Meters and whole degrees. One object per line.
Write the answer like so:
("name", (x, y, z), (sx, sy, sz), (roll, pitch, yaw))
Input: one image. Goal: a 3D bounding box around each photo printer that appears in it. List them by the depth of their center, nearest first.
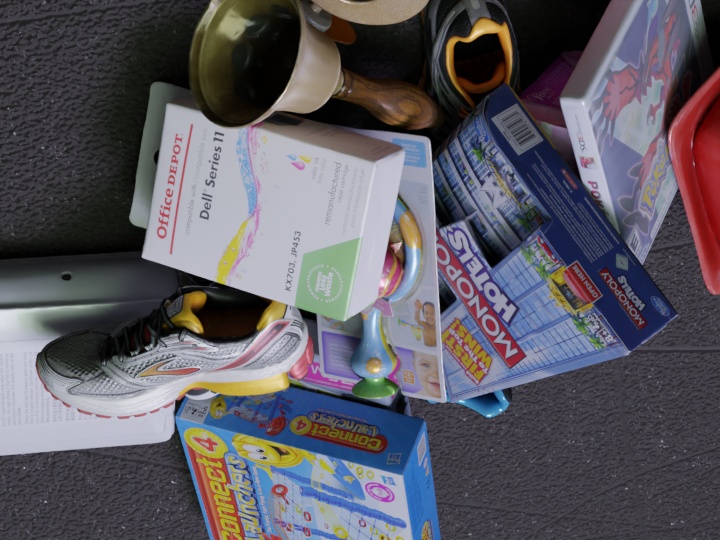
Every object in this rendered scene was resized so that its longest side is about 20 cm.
("photo printer", (-0.240, 0.066, 1.455), (0.198, 0.070, 0.168), (-4, 131, -12))

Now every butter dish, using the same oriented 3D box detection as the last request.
("butter dish", (0.346, -0.083, 1.411), (0.200, 0.147, 0.200), (-44, 137, -19))

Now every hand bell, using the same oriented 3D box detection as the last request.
("hand bell", (-0.011, -0.128, 1.291), (0.199, 0.105, 0.104), (13, 128, -48))

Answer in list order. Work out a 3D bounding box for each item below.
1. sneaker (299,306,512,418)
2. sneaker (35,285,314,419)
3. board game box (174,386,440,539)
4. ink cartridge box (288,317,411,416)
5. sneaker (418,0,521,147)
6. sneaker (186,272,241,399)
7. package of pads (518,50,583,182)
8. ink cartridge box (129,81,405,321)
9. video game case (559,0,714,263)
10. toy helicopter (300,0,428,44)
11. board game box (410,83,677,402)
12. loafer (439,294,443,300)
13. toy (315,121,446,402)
("sneaker", (0.043, 0.058, 1.523), (0.198, 0.082, 0.073), (18, 126, -27))
("sneaker", (-0.137, 0.047, 1.358), (0.198, 0.078, 0.083), (-11, 137, 2))
("board game box", (-0.038, 0.179, 1.545), (0.194, 0.056, 0.201), (12, 142, 18))
("ink cartridge box", (-0.018, 0.118, 1.539), (0.118, 0.042, 0.201), (12, 144, 19))
("sneaker", (0.083, -0.132, 1.372), (0.078, 0.078, 0.201), (-18, 134, -2))
("sneaker", (-0.109, 0.017, 1.427), (0.099, 0.071, 0.201), (-5, 133, -55))
("package of pads", (0.156, -0.050, 1.414), (0.075, 0.121, 0.202), (16, 126, 23))
("ink cartridge box", (-0.079, -0.052, 1.313), (0.198, 0.067, 0.118), (16, 108, 17))
("video game case", (0.205, -0.123, 1.355), (0.023, 0.201, 0.183), (9, 142, 30))
("toy helicopter", (-0.046, -0.213, 1.281), (0.198, 0.079, 0.133), (12, 136, -12))
("board game box", (0.098, 0.004, 1.356), (0.061, 0.201, 0.200), (-31, 172, -36))
("loafer", (0.056, -0.017, 1.475), (0.198, 0.071, 0.074), (-14, 121, -25))
("toy", (0.000, 0.000, 1.362), (0.047, 0.114, 0.202), (-32, 124, -47))
